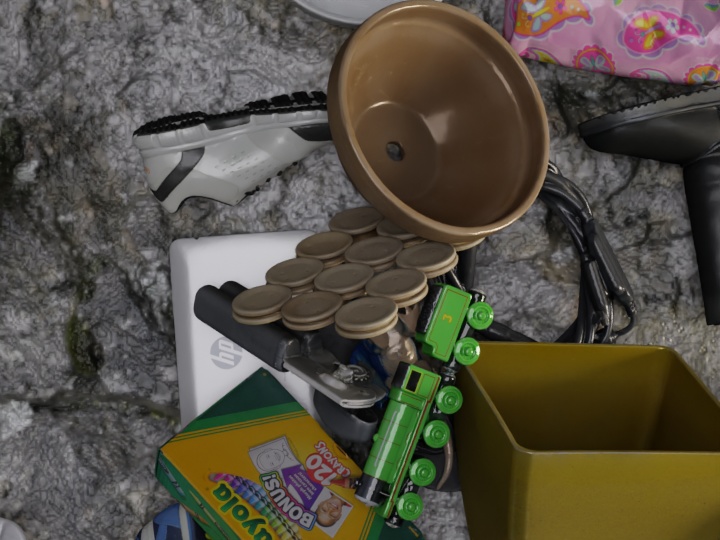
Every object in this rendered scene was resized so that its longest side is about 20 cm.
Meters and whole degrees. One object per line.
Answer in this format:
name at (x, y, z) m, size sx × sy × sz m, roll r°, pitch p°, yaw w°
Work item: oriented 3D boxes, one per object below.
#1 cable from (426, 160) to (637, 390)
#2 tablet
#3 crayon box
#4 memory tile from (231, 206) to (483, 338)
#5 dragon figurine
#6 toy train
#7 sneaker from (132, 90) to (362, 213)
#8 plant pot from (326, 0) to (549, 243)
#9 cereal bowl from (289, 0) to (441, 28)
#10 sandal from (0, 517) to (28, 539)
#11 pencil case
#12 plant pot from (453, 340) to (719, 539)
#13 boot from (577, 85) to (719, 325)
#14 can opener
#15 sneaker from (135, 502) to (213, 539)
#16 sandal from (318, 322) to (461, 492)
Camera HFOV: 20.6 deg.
cable at (0.134, -0.002, 1.689) m, size 0.162 × 0.051 × 0.201 m, roll -28°, pitch 91°, yaw 4°
tablet at (-0.094, 0.069, 1.695) m, size 0.129 × 0.014 × 0.202 m, roll -4°, pitch 88°, yaw -1°
crayon box at (-0.060, 0.192, 1.615) m, size 0.119 × 0.058 × 0.200 m, roll -38°, pitch 73°, yaw -26°
memory tile at (0.000, 0.000, 1.599) m, size 0.152 × 0.200 × 0.017 m, roll 6°, pitch 120°, yaw 32°
dragon figurine at (0.029, 0.078, 1.634) m, size 0.059 × 0.099 × 0.201 m, roll -31°, pitch 97°, yaw -15°
toy train at (0.048, 0.104, 1.566) m, size 0.056 × 0.042 × 0.201 m, roll 22°, pitch 86°, yaw -17°
sneaker at (-0.090, -0.102, 1.679) m, size 0.199 × 0.074 × 0.081 m, roll -10°, pitch 105°, yaw 2°
plant pot at (0.049, -0.112, 1.618) m, size 0.200 × 0.093 × 0.202 m, roll 10°, pitch 69°, yaw -28°
cereal bowl at (0.003, -0.300, 1.670) m, size 0.198 × 0.083 × 0.202 m, roll 0°, pitch 89°, yaw -1°
sandal at (-0.316, 0.294, 1.669) m, size 0.079 × 0.059 × 0.208 m, roll 20°, pitch 109°, yaw 16°
pencil case at (0.220, -0.210, 1.675) m, size 0.198 × 0.087 × 0.088 m, roll 7°, pitch 89°, yaw -2°
plant pot at (0.180, 0.179, 1.600) m, size 0.198 × 0.200 × 0.178 m, roll 2°, pitch 112°, yaw -14°
boot at (0.285, -0.050, 1.684) m, size 0.164 × 0.066 × 0.201 m, roll -13°, pitch 93°, yaw 0°
can opener at (-0.061, 0.077, 1.619) m, size 0.199 × 0.053 × 0.067 m, roll 30°, pitch 117°, yaw 37°
sneaker at (-0.153, 0.276, 1.619) m, size 0.082 × 0.201 × 0.074 m, roll -26°, pitch 126°, yaw 21°
sandal at (0.029, 0.120, 1.675) m, size 0.200 × 0.043 × 0.076 m, roll 37°, pitch 85°, yaw -5°
